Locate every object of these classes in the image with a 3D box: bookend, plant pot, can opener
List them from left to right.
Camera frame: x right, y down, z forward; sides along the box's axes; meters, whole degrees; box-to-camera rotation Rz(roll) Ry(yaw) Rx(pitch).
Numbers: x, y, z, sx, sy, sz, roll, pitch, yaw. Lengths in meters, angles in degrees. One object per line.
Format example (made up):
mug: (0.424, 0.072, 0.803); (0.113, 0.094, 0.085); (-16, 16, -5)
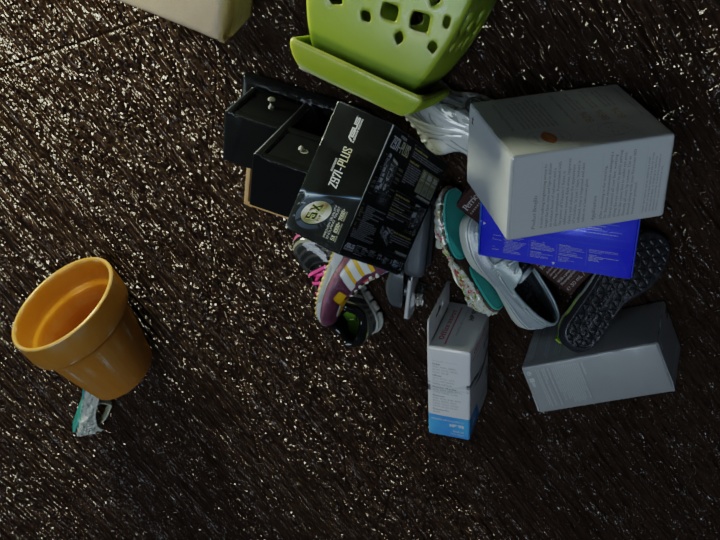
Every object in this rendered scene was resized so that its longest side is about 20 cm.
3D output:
plant pot: (-0.453, 0.114, 1.668); (0.197, 0.202, 0.184); (-9, 133, 28)
bookend: (-0.112, -0.165, 1.316); (0.197, 0.199, 0.093); (19, 126, 13)
plant pot: (0.037, -0.294, 1.139); (0.197, 0.199, 0.184); (26, 110, 8)
can opener: (0.072, -0.018, 1.421); (0.065, 0.053, 0.203); (18, 126, 13)

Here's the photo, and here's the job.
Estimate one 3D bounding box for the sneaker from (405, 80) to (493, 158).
sneaker: (0.090, -0.198, 1.285); (0.198, 0.078, 0.100); (29, 134, 7)

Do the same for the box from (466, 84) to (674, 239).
box: (0.241, -0.132, 1.160); (0.196, 0.153, 0.108); (-9, 124, -9)

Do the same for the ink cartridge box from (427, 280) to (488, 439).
ink cartridge box: (0.144, 0.131, 1.445); (0.065, 0.116, 0.203); (9, 124, 18)

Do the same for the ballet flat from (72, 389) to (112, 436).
ballet flat: (-0.495, 0.235, 1.841); (0.071, 0.072, 0.202); (28, 130, 4)

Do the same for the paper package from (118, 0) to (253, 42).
paper package: (-0.227, -0.429, 1.259); (0.188, 0.104, 0.203); (22, 128, 9)

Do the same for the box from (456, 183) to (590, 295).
box: (0.237, -0.074, 1.301); (0.199, 0.075, 0.101); (38, 128, 0)

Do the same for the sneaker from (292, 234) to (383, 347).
sneaker: (-0.040, 0.033, 1.482); (0.073, 0.088, 0.201); (-23, 109, 33)

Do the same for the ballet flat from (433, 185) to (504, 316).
ballet flat: (0.140, -0.023, 1.381); (0.063, 0.075, 0.203); (-1, 119, 53)

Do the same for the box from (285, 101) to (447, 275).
box: (0.012, -0.097, 1.234); (0.085, 0.199, 0.166); (25, 94, 25)

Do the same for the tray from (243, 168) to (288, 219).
tray: (-0.071, -0.116, 1.433); (0.197, 0.037, 0.100); (20, 127, 13)

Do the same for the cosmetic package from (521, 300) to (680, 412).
cosmetic package: (0.334, 0.120, 1.361); (0.197, 0.107, 0.091); (-11, 116, 31)

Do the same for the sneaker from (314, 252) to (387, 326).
sneaker: (0.000, 0.000, 1.390); (0.089, 0.075, 0.203); (22, 114, 6)

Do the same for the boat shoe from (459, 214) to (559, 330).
boat shoe: (0.211, -0.001, 1.350); (0.071, 0.070, 0.202); (-4, 129, 55)

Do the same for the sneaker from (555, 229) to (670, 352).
sneaker: (0.328, 0.020, 1.321); (0.071, 0.083, 0.200); (40, 101, -8)

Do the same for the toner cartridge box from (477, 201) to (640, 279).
toner cartridge box: (0.249, -0.055, 1.236); (0.196, 0.043, 0.097); (10, 121, 16)
